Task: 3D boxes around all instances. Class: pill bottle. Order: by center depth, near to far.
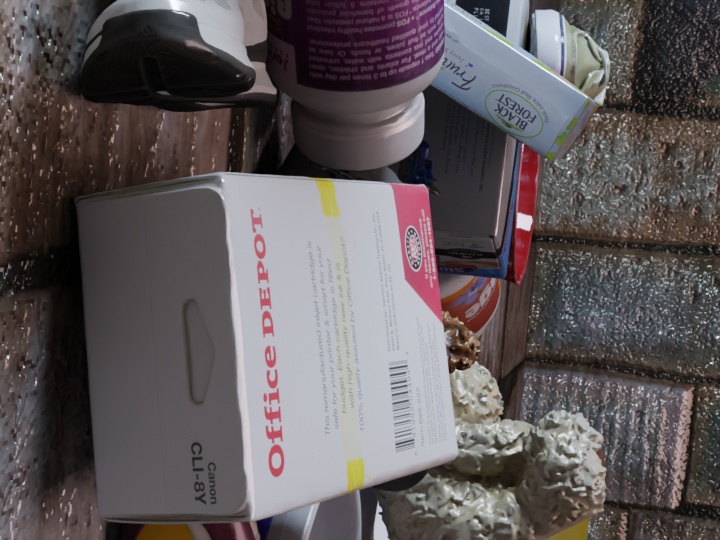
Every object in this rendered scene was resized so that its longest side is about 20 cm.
[{"bbox_3d":[-0.006,-0.164,0.891,0.112,0.112,0.201,-70,161,-51],"label":"pill bottle"},{"bbox_3d":[0.064,0.002,1.314,0.200,0.112,0.113,65,33,-68],"label":"pill bottle"}]

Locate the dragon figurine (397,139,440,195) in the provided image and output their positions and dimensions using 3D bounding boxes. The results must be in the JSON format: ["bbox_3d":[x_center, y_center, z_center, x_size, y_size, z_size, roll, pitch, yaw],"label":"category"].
[{"bbox_3d":[0.000,0.000,1.028,0.059,0.099,0.201,59,38,-71],"label":"dragon figurine"}]

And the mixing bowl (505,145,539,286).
[{"bbox_3d":[0.122,-0.089,1.565,0.200,0.108,0.201,6,90,-78],"label":"mixing bowl"}]

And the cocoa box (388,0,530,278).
[{"bbox_3d":[0.057,-0.108,1.168,0.131,0.133,0.201,59,37,-74],"label":"cocoa box"}]

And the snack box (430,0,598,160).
[{"bbox_3d":[0.063,-0.149,1.027,0.053,0.200,0.142,-57,173,11],"label":"snack box"}]

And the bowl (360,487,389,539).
[{"bbox_3d":[0.002,0.152,1.178,0.200,0.074,0.201,80,20,-53],"label":"bowl"}]

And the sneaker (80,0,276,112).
[{"bbox_3d":[-0.082,-0.133,0.674,0.200,0.075,0.116,-39,125,-85],"label":"sneaker"}]

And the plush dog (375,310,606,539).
[{"bbox_3d":[0.050,0.115,1.008,0.200,0.160,0.172,117,-47,-67],"label":"plush dog"}]

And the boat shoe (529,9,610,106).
[{"bbox_3d":[0.163,-0.161,1.182,0.200,0.062,0.072,-14,107,-81],"label":"boat shoe"}]

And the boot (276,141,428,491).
[{"bbox_3d":[-0.004,0.016,0.920,0.066,0.165,0.200,-39,-164,30],"label":"boot"}]

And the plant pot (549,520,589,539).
[{"bbox_3d":[0.105,0.258,1.490,0.176,0.199,0.201,36,60,-64],"label":"plant pot"}]

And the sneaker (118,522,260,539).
[{"bbox_3d":[-0.090,0.194,0.743,0.090,0.075,0.201,-67,159,-70],"label":"sneaker"}]

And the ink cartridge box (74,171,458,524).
[{"bbox_3d":[-0.038,0.032,0.715,0.200,0.083,0.146,-1,85,-62],"label":"ink cartridge box"}]

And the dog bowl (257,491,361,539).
[{"bbox_3d":[-0.058,0.206,0.896,0.200,0.078,0.201,5,90,-79],"label":"dog bowl"}]
